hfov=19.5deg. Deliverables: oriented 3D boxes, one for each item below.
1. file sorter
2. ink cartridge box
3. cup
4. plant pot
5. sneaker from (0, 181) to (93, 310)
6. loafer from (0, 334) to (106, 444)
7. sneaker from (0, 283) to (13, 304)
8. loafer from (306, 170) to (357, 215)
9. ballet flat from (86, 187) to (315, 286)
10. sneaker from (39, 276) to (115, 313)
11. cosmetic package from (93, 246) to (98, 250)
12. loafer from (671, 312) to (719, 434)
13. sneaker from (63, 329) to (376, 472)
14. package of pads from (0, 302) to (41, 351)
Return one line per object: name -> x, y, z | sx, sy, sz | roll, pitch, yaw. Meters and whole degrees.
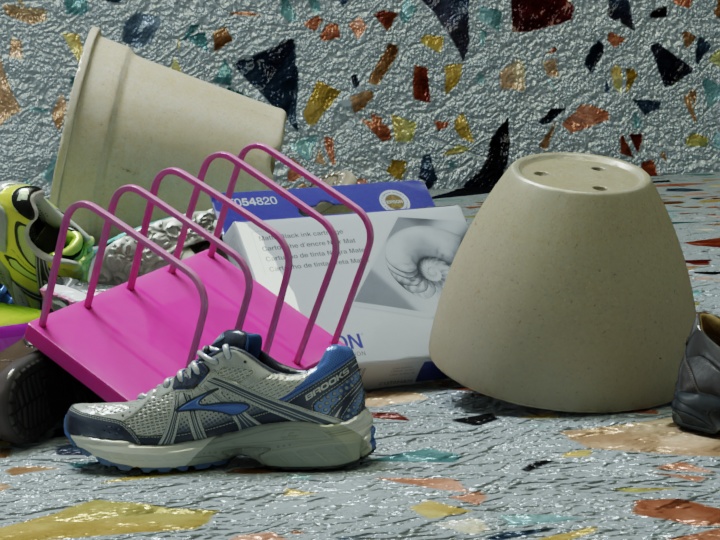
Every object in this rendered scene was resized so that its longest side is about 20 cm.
file sorter -> -0.104, 0.005, 1.448 | 0.138, 0.126, 0.199 | 34, 32, 23
ink cartridge box -> 0.000, 0.000, 1.629 | 0.198, 0.201, 0.041 | -5, -36, -24
cup -> 0.152, -0.003, 1.512 | 0.198, 0.145, 0.201 | 3, 19, -1
plant pot -> -0.165, -0.092, 1.823 | 0.182, 0.202, 0.200 | 13, 5, -4
sneaker -> -0.242, 0.006, 1.691 | 0.076, 0.076, 0.200 | -6, -39, 36
loafer -> -0.232, 0.073, 1.482 | 0.070, 0.074, 0.200 | -1, 5, 17
sneaker -> -0.302, 0.006, 1.761 | 0.110, 0.201, 0.077 | 4, 50, 19
loafer -> -0.054, -0.013, 1.875 | 0.200, 0.068, 0.076 | -44, 10, 38
ballet flat -> -0.116, -0.014, 1.666 | 0.198, 0.072, 0.072 | -19, 12, -21
sneaker -> -0.157, 0.044, 1.602 | 0.199, 0.081, 0.086 | 20, 43, 37
cosmetic package -> -0.220, 0.025, 1.904 | 0.106, 0.091, 0.199 | -7, 4, -34
loafer -> 0.268, 0.071, 1.315 | 0.072, 0.073, 0.199 | -5, 7, -36
sneaker -> -0.089, 0.078, 1.323 | 0.198, 0.086, 0.077 | -2, 6, 6
package of pads -> -0.351, 0.063, 1.650 | 0.154, 0.069, 0.199 | -8, 9, -43
